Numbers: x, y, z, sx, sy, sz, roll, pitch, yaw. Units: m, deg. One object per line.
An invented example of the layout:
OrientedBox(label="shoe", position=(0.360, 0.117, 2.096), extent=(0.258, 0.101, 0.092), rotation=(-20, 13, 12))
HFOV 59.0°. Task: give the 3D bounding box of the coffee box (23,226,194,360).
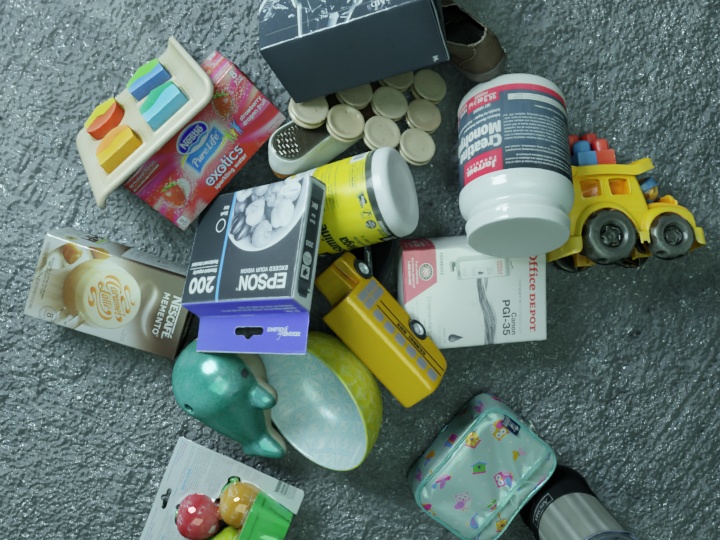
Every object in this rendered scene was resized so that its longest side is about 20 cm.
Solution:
OrientedBox(label="coffee box", position=(-0.322, 0.029, 0.853), extent=(0.199, 0.080, 0.115), rotation=(18, 97, -7))

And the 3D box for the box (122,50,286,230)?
OrientedBox(label="box", position=(-0.206, -0.166, 0.811), extent=(0.200, 0.095, 0.100), rotation=(-46, 128, 3))

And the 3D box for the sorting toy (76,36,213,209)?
OrientedBox(label="sorting toy", position=(-0.277, -0.191, 0.782), extent=(0.200, 0.185, 0.036), rotation=(-45, 135, 5))

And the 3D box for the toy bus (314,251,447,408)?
OrientedBox(label="toy bus", position=(0.020, 0.074, 0.816), extent=(0.200, 0.078, 0.065), rotation=(47, 124, -4))

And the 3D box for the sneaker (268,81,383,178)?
OrientedBox(label="sneaker", position=(-0.042, -0.190, 0.859), extent=(0.200, 0.085, 0.073), rotation=(-31, 81, -20))

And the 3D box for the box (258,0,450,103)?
OrientedBox(label="box", position=(-0.010, -0.323, 0.748), extent=(0.199, 0.104, 0.183), rotation=(-12, 66, 16))

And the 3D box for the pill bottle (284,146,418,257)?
OrientedBox(label="pill bottle", position=(-0.035, -0.079, 0.819), extent=(0.199, 0.112, 0.113), rotation=(-13, 100, 25))

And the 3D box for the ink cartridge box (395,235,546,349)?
OrientedBox(label="ink cartridge box", position=(0.153, 0.026, 0.889), extent=(0.199, 0.083, 0.147), rotation=(-5, 101, -4))

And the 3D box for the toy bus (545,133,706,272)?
OrientedBox(label="toy bus", position=(0.347, -0.098, 0.877), extent=(0.199, 0.136, 0.193), rotation=(-3, 83, -6))

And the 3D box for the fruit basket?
OrientedBox(label="fruit basket", position=(-0.202, 0.359, 0.922), extent=(0.199, 0.094, 0.186), rotation=(22, 96, 8))

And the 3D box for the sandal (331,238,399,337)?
OrientedBox(label="sandal", position=(0.000, 0.001, 0.874), extent=(0.043, 0.076, 0.201), rotation=(9, 100, -45))

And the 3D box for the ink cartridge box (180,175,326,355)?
OrientedBox(label="ink cartridge box", position=(-0.134, -0.002, 0.762), extent=(0.043, 0.198, 0.201), rotation=(22, 69, -49))

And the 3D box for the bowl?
OrientedBox(label="bowl", position=(-0.038, 0.159, 0.871), extent=(0.108, 0.200, 0.201), rotation=(-33, 103, -43))

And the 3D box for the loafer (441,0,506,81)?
OrientedBox(label="loafer", position=(0.102, -0.318, 0.803), extent=(0.200, 0.071, 0.073), rotation=(39, 86, 27))

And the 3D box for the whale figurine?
OrientedBox(label="whale figurine", position=(-0.178, 0.184, 0.858), extent=(0.159, 0.104, 0.201), rotation=(-8, 113, 39))

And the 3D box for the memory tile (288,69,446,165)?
OrientedBox(label="memory tile", position=(0.014, -0.225, 0.834), extent=(0.199, 0.017, 0.154), rotation=(17, 66, -13))

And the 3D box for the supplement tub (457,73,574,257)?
OrientedBox(label="supplement tub", position=(0.195, -0.131, 0.808), extent=(0.140, 0.140, 0.201), rotation=(5, 69, -5))

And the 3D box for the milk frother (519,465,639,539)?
OrientedBox(label="milk frother", position=(0.346, 0.408, 0.911), extent=(0.199, 0.188, 0.181), rotation=(8, 98, -6))

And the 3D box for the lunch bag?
OrientedBox(label="lunch bag", position=(0.184, 0.294, 0.936), extent=(0.160, 0.077, 0.200), rotation=(40, 93, -9))
